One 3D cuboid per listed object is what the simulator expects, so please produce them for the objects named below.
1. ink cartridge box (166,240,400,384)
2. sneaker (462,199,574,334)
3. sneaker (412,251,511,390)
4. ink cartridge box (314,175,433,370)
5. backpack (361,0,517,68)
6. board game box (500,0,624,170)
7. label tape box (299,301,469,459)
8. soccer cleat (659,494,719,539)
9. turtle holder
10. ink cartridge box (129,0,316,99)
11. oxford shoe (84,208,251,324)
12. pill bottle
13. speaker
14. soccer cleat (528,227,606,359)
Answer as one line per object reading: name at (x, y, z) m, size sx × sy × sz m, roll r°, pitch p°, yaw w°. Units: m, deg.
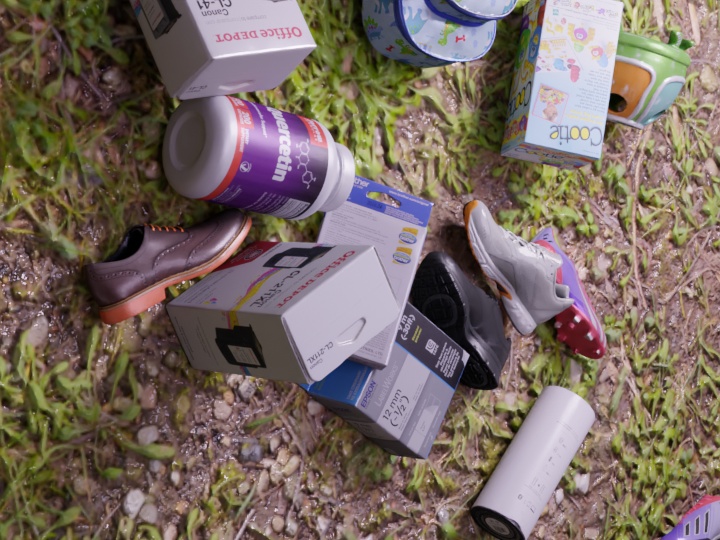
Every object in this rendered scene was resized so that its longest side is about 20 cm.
ink cartridge box at (-0.080, 0.039, 1.569) m, size 0.146 × 0.199 × 0.083 m, roll -37°, pitch 115°, yaw -35°
sneaker at (0.197, -0.017, 1.877) m, size 0.200 × 0.092 × 0.076 m, roll 57°, pitch 15°, yaw -30°
sneaker at (0.127, 0.050, 1.855) m, size 0.091 × 0.076 × 0.201 m, roll -54°, pitch 131°, yaw -38°
ink cartridge box at (0.000, 0.000, 1.712) m, size 0.119 × 0.042 × 0.201 m, roll 18°, pitch 79°, yaw -5°
backpack at (0.093, -0.340, 1.750) m, size 0.182 × 0.147 × 0.201 m, roll 7°, pitch 90°, yaw -40°
board game box at (0.252, -0.240, 1.903) m, size 0.104 × 0.103 × 0.201 m, roll 11°, pitch 83°, yaw -11°
label tape box at (0.024, 0.110, 1.758) m, size 0.200 × 0.066 × 0.144 m, roll 41°, pitch 65°, yaw -37°
soccer cleat at (0.495, 0.367, 2.203) m, size 0.199 × 0.068 × 0.074 m, roll -10°, pitch 75°, yaw -38°
turtle holder at (0.359, -0.261, 2.017) m, size 0.140 × 0.186 × 0.133 m, roll 15°, pitch 96°, yaw -6°
ink cartridge box at (-0.153, -0.284, 1.523) m, size 0.147 × 0.086 × 0.201 m, roll -15°, pitch 74°, yaw -42°
oxford shoe at (-0.195, -0.023, 1.553) m, size 0.200 × 0.071 × 0.073 m, roll -36°, pitch 110°, yaw -35°
pill bottle at (-0.103, -0.117, 1.602) m, size 0.199 × 0.112 × 0.113 m, roll 11°, pitch 84°, yaw -42°
speaker at (0.223, 0.246, 1.931) m, size 0.081 × 0.081 × 0.200 m, roll 51°, pitch 60°, yaw -31°
soccer cleat at (0.275, 0.034, 1.985) m, size 0.200 × 0.066 × 0.077 m, roll 52°, pitch 55°, yaw -27°
